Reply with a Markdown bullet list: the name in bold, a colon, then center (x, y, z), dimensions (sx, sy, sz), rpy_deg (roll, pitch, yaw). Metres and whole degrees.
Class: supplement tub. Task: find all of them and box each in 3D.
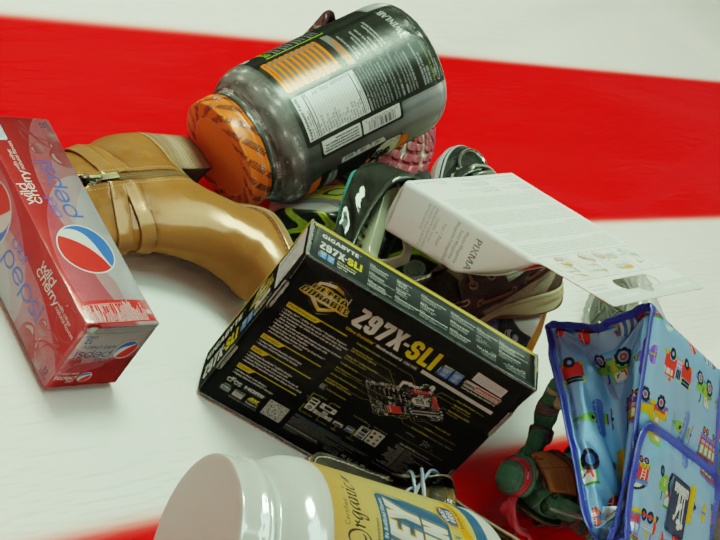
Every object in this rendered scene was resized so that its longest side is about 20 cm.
- **supplement tub**: center (-0.038, -0.135, 1.331), dimensions (0.200, 0.123, 0.123), rpy_deg (-29, 70, -26)
- **supplement tub**: center (-0.020, 0.200, 1.006), dimensions (0.200, 0.145, 0.145), rpy_deg (20, 37, -28)

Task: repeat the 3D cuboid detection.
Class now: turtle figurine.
- **turtle figurine**: center (0.168, 0.163, 1.287), dimensions (0.200, 0.101, 0.150), rpy_deg (15, 53, -53)

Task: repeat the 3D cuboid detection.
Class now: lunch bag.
- **lunch bag**: center (0.211, 0.149, 1.200), dimensions (0.151, 0.094, 0.200), rpy_deg (36, 49, -50)

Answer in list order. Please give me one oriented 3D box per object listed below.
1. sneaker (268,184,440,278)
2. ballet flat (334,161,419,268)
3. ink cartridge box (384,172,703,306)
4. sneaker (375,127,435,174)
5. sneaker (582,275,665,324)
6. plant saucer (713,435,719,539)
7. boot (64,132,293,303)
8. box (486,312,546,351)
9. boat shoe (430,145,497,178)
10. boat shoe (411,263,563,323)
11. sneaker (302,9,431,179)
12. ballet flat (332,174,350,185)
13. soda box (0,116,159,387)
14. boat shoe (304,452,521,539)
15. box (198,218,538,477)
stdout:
- **sneaker**: center (0.018, -0.040, 1.367), dimensions (0.200, 0.075, 0.076), rpy_deg (12, 34, -10)
- **ballet flat**: center (0.000, 0.000, 1.257), dimensions (0.068, 0.068, 0.200), rpy_deg (46, 55, -51)
- **ink cartridge box**: center (0.142, -0.011, 1.237), dimensions (0.200, 0.057, 0.162), rpy_deg (38, 25, 27)
- **sneaker**: center (-0.022, -0.136, 1.449), dimensions (0.200, 0.075, 0.081), rpy_deg (13, 79, -25)
- **sneaker**: center (0.277, 0.081, 1.536), dimensions (0.099, 0.078, 0.200), rpy_deg (28, 40, -34)
- **plant saucer**: center (0.273, 0.177, 1.355), dimensions (0.201, 0.039, 0.201), rpy_deg (61, -8, 14)
- **boot**: center (-0.148, -0.032, 1.221), dimensions (0.155, 0.077, 0.200), rpy_deg (-13, 60, -51)
- **box**: center (0.078, 0.066, 1.328), dimensions (0.119, 0.042, 0.200), rpy_deg (17, 32, 12)
- **boat shoe**: center (0.113, -0.067, 1.535), dimensions (0.072, 0.071, 0.200), rpy_deg (27, 34, -19)
- **boat shoe**: center (0.092, 0.007, 1.322), dimensions (0.200, 0.072, 0.072), rpy_deg (-10, 35, -31)
- **sneaker**: center (0.012, -0.167, 1.511), dimensions (0.200, 0.116, 0.076), rpy_deg (45, 33, 8)
- **ballet flat**: center (0.054, -0.042, 1.438), dimensions (0.200, 0.070, 0.069), rpy_deg (20, 25, 24)
- **soda box**: center (-0.223, -0.015, 1.129), dimensions (0.063, 0.070, 0.200), rpy_deg (0, 49, -47)
- **boat shoe**: center (0.042, 0.180, 1.162), dimensions (0.200, 0.072, 0.072), rpy_deg (30, 33, -16)
- **box**: center (0.005, 0.075, 1.169), dimensions (0.200, 0.160, 0.049), rpy_deg (30, 33, -14)
